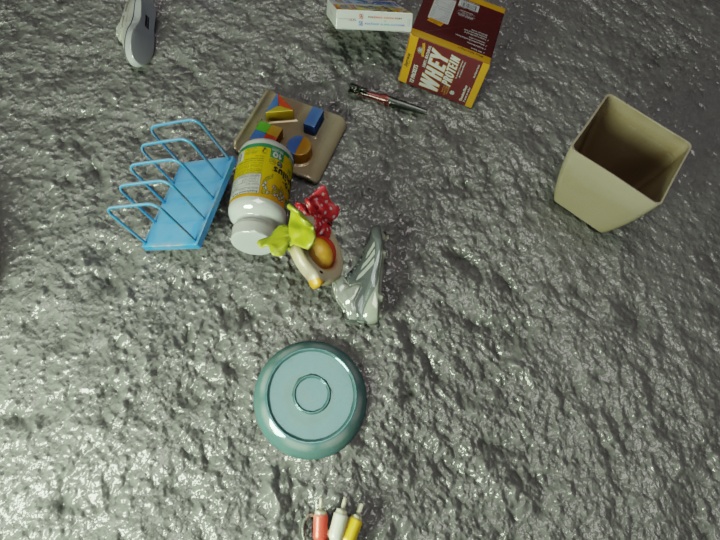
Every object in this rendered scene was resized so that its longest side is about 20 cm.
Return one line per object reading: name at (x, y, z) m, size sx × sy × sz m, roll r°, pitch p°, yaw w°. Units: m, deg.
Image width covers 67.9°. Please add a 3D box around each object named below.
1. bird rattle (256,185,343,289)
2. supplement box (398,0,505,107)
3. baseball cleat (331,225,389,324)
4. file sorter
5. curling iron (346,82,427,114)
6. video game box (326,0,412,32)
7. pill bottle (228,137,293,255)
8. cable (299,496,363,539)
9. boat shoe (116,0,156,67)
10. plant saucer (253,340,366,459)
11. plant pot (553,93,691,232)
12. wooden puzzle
bird rattle at (-0.090, -0.051, 0.971) m, size 0.111 × 0.200 × 0.166 m, roll -26°, pitch 95°, yaw 22°
supplement box at (0.216, -0.536, 1.272) m, size 0.193 × 0.133 × 0.203 m, roll 20°, pitch 62°, yaw 1°
baseball cleat at (0.000, 0.000, 1.007) m, size 0.104 × 0.070 × 0.204 m, roll 3°, pitch 59°, yaw 0°
file sorter at (-0.340, -0.157, 0.970) m, size 0.136 × 0.123 × 0.204 m, roll 0°, pitch 58°, yaw 25°
curling iron at (0.059, -0.390, 1.231) m, size 0.196 × 0.026 × 0.050 m, roll 18°, pitch 25°, yaw -4°
video game box at (0.016, -0.612, 1.277) m, size 0.177 × 0.048 × 0.201 m, roll -4°, pitch 34°, yaw -9°
pill bottle at (-0.191, -0.139, 1.020) m, size 0.110 × 0.113 × 0.204 m, roll 6°, pitch 62°, yaw -6°
cable at (-0.052, 0.442, 0.787) m, size 0.095 × 0.051 × 0.204 m, roll 9°, pitch 61°, yaw -3°
boat shoe at (-0.510, -0.534, 1.199) m, size 0.068 × 0.071 × 0.205 m, roll -11°, pitch 67°, yaw 16°
plant saucer at (-0.084, 0.213, 0.911) m, size 0.195 × 0.028 × 0.205 m, roll 4°, pitch 63°, yaw -7°
plant pot at (0.526, -0.205, 1.131) m, size 0.199 × 0.178 × 0.200 m, roll 37°, pitch 63°, yaw 11°
wooden puzzle at (-0.147, -0.298, 1.144) m, size 0.196 × 0.047 × 0.188 m, roll 22°, pitch 62°, yaw 2°
